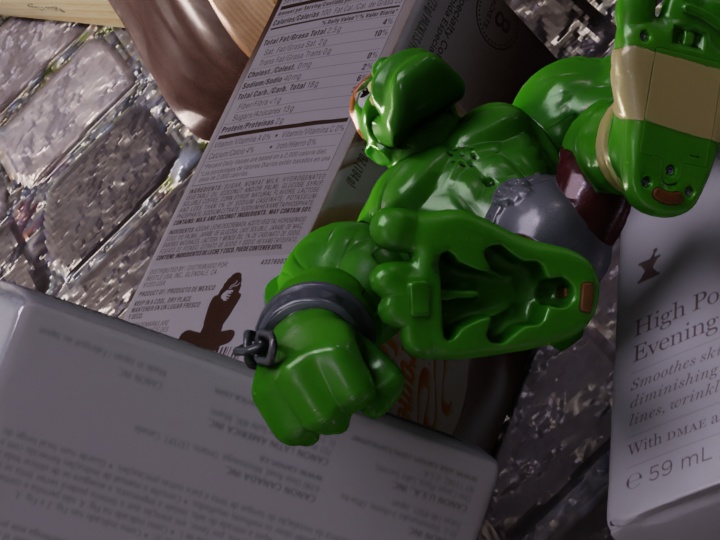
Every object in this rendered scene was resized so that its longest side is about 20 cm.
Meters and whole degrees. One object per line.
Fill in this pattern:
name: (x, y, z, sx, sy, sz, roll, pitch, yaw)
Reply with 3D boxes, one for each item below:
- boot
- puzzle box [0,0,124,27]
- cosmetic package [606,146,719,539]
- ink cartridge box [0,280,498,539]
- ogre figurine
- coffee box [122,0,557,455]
boot: (-0.088, -0.155, 0.952, 0.072, 0.200, 0.166, -35, 1, -29)
puzzle box: (-0.131, -0.189, 1.207, 0.200, 0.025, 0.133, 14, 66, 52)
cosmetic package: (0.135, -0.002, 0.700, 0.101, 0.074, 0.201, -24, 42, 31)
ink cartridge box: (-0.065, 0.122, 0.681, 0.047, 0.160, 0.201, 18, 88, 66)
ogre figurine: (0.041, -0.018, 0.670, 0.200, 0.098, 0.120, -55, 16, -13)
coffee box: (0.000, 0.000, 0.806, 0.080, 0.114, 0.201, -5, 51, 44)
